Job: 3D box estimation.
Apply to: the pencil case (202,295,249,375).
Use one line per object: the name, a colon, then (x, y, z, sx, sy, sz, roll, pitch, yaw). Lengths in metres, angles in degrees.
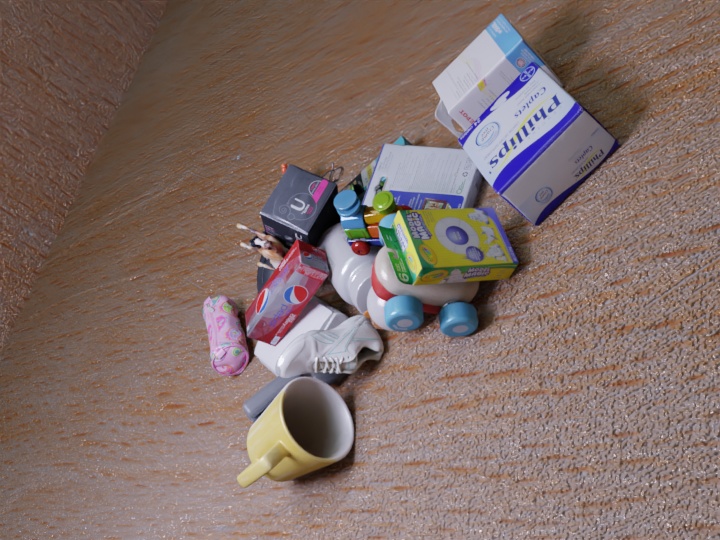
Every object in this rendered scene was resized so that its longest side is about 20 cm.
pencil case: (-0.291, 0.135, 1.864, 0.087, 0.087, 0.201, -45, 34, 14)

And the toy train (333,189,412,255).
toy train: (0.059, -0.091, 1.455, 0.198, 0.116, 0.085, -2, 59, 22)

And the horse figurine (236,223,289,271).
horse figurine: (-0.160, -0.021, 1.663, 0.132, 0.200, 0.050, 19, 66, 38)

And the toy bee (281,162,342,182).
toy bee: (-0.153, -0.189, 1.955, 0.201, 0.108, 0.131, -54, 30, 2)

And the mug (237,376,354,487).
mug: (-0.127, 0.276, 1.447, 0.153, 0.185, 0.151, -39, 56, 37)

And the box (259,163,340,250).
box: (-0.110, -0.091, 1.679, 0.105, 0.200, 0.123, 24, 69, 12)

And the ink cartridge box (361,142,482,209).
ink cartridge box: (0.106, -0.130, 1.555, 0.198, 0.047, 0.199, 8, 66, 30)

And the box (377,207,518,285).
box: (0.133, -0.039, 1.344, 0.049, 0.198, 0.118, 113, 145, -49)

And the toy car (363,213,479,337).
toy car: (0.084, 0.042, 1.432, 0.200, 0.175, 0.186, 121, 151, -54)

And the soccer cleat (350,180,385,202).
soccer cleat: (0.048, -0.129, 1.643, 0.199, 0.067, 0.082, 8, 97, 43)

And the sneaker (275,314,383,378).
sneaker: (-0.048, 0.140, 1.470, 0.080, 0.199, 0.071, 51, 149, 33)

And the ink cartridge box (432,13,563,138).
ink cartridge box: (0.231, -0.324, 1.553, 0.200, 0.128, 0.126, -42, 34, 19)

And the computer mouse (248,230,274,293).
computer mouse: (-0.188, 0.000, 1.810, 0.138, 0.052, 0.202, -25, 68, 45)

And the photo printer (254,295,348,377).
photo printer: (-0.117, 0.127, 1.656, 0.167, 0.069, 0.200, -57, 32, -3)

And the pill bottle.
pill bottle: (0.000, 0.000, 1.576, 0.115, 0.114, 0.200, -50, 32, 7)

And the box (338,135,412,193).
box: (0.033, -0.173, 1.750, 0.200, 0.049, 0.083, -40, 35, 22)

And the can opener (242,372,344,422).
can opener: (-0.113, 0.199, 1.523, 0.199, 0.053, 0.067, -33, 61, -12)

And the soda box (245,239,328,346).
soda box: (-0.136, 0.043, 1.598, 0.200, 0.063, 0.070, -52, 31, 28)

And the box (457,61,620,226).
box: (0.281, -0.208, 1.407, 0.184, 0.105, 0.201, -46, 34, 15)
